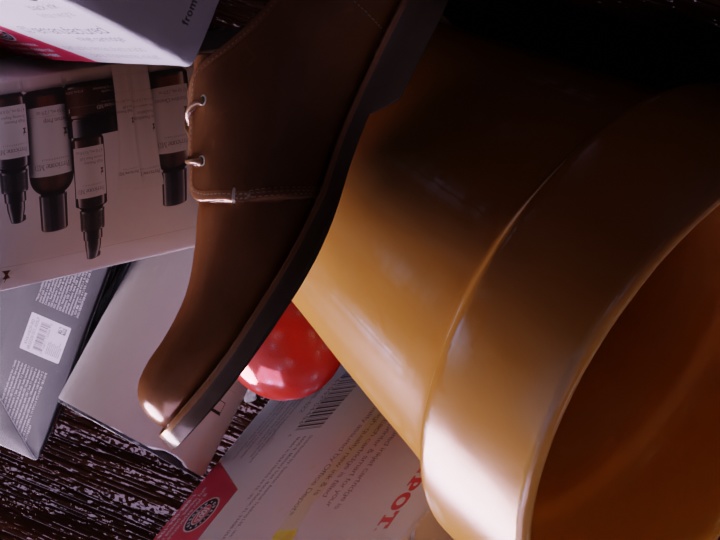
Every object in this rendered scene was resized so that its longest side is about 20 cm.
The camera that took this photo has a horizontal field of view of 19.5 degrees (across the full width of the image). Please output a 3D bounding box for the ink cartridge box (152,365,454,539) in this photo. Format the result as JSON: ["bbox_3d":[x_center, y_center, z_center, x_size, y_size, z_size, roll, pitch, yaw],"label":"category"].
[{"bbox_3d":[0.013,0.111,0.948,0.199,0.145,0.084,-12,119,50],"label":"ink cartridge box"}]

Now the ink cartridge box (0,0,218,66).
[{"bbox_3d":[-0.155,-0.147,0.712,0.199,0.084,0.145,25,173,-33],"label":"ink cartridge box"}]

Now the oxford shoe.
[{"bbox_3d":[-0.037,-0.037,0.731,0.071,0.201,0.071,25,175,-7],"label":"oxford shoe"}]

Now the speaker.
[{"bbox_3d":[-0.064,-0.007,1.010,0.081,0.201,0.081,27,174,3],"label":"speaker"}]

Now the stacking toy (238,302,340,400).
[{"bbox_3d":[0.000,0.000,0.950,0.085,0.086,0.200,18,-151,25],"label":"stacking toy"}]

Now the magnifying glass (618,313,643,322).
[{"bbox_3d":[0.166,-0.009,0.874,0.198,0.080,0.022,8,173,20],"label":"magnifying glass"}]

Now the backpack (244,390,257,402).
[{"bbox_3d":[-0.040,-0.013,1.156,0.152,0.165,0.200,12,165,4],"label":"backpack"}]

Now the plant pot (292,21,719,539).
[{"bbox_3d":[0.065,-0.001,0.805,0.183,0.201,0.200,35,-179,33],"label":"plant pot"}]

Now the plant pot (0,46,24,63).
[{"bbox_3d":[-0.172,-0.094,0.905,0.199,0.188,0.186,8,-178,-36],"label":"plant pot"}]

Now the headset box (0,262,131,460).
[{"bbox_3d":[-0.151,-0.024,1.091,0.074,0.149,0.200,23,-147,-2],"label":"headset box"}]

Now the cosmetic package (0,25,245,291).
[{"bbox_3d":[-0.082,-0.051,0.859,0.199,0.083,0.050,-15,-159,-41],"label":"cosmetic package"}]

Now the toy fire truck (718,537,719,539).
[{"bbox_3d":[0.131,0.107,1.102,0.175,0.130,0.199,15,-169,37],"label":"toy fire truck"}]
